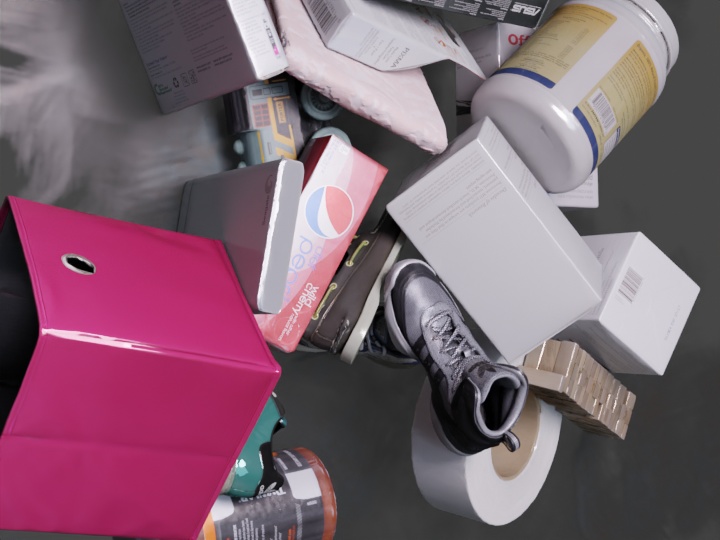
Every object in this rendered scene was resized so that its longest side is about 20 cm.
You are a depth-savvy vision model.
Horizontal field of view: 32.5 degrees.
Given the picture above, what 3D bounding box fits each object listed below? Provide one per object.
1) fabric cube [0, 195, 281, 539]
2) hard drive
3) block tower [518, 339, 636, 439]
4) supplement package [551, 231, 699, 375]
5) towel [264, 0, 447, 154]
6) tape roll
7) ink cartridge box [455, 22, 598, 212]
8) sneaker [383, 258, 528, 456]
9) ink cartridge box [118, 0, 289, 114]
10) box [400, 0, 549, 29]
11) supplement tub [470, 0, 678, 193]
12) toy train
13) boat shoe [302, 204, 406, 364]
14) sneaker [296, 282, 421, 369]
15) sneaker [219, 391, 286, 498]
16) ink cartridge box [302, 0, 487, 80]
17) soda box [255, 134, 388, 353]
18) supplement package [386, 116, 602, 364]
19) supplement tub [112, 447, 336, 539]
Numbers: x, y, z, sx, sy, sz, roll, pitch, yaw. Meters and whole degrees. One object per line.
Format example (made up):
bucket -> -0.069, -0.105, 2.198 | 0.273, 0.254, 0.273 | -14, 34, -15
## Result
fabric cube -> -0.214, 0.084, 1.025 | 0.199, 0.196, 0.200 | 12, 118, -30
hard drive -> -0.119, -0.026, 1.126 | 0.027, 0.200, 0.132 | 13, 81, -31
block tower -> 0.237, 0.128, 1.335 | 0.200, 0.054, 0.058 | 34, 70, -52
supplement package -> 0.245, 0.038, 1.350 | 0.109, 0.200, 0.114 | 38, 68, -26
towel -> -0.011, -0.212, 1.233 | 0.200, 0.191, 0.032 | 25, 120, -30
tape roll -> 0.138, 0.165, 1.314 | 0.202, 0.071, 0.203 | -15, 109, -51
ink cartridge box -> 0.187, -0.168, 1.390 | 0.144, 0.084, 0.201 | 0, 88, -32
sneaker -> 0.095, 0.079, 1.150 | 0.075, 0.114, 0.201 | -25, 96, -24
ink cartridge box -> -0.160, -0.252, 1.112 | 0.043, 0.196, 0.201 | -26, 102, -31
box -> 0.067, -0.324, 1.268 | 0.199, 0.193, 0.048 | 4, 127, -33
supplement tub -> 0.225, -0.192, 1.280 | 0.200, 0.144, 0.145 | -46, 111, -24
toy train -> -0.071, -0.114, 1.235 | 0.114, 0.085, 0.201 | -11, 96, -20
boat shoe -> 0.000, 0.000, 1.221 | 0.060, 0.072, 0.202 | 23, 49, 1
sneaker -> 0.002, 0.054, 1.267 | 0.199, 0.085, 0.077 | 13, 81, -30
sneaker -> -0.114, 0.125, 1.165 | 0.080, 0.071, 0.201 | 13, 50, -26
ink cartridge box -> 0.023, -0.259, 1.267 | 0.200, 0.047, 0.160 | 18, 34, -41
soda box -> -0.056, -0.025, 1.163 | 0.070, 0.063, 0.201 | 30, 80, -21
supplement package -> 0.136, -0.032, 1.224 | 0.117, 0.117, 0.200 | -36, 97, 18
supplement tub -> -0.129, 0.235, 1.166 | 0.199, 0.107, 0.107 | -7, 92, -32
